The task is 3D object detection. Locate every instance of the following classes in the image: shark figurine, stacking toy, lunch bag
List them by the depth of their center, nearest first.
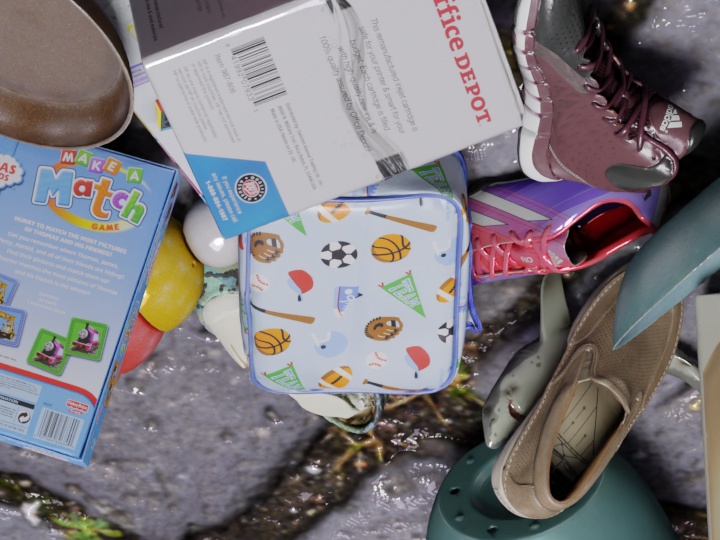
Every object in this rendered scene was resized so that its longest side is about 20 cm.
[{"bbox_3d":[0.000,0.000,1.695,0.160,0.076,0.200,-2,135,-3],"label":"lunch bag"},{"bbox_3d":[-0.156,0.003,1.751,0.200,0.146,0.146,-30,128,12],"label":"stacking toy"},{"bbox_3d":[0.170,0.070,1.826,0.214,0.129,0.089,5,165,-25],"label":"shark figurine"}]

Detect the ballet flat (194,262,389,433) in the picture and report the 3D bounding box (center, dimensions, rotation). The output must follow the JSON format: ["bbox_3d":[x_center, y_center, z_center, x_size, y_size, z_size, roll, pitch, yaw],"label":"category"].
[{"bbox_3d":[-0.054,0.050,1.813,0.200,0.074,0.074,33,130,-26],"label":"ballet flat"}]

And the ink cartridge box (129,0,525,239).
[{"bbox_3d":[-0.019,-0.126,1.557,0.199,0.084,0.145,-20,129,3],"label":"ink cartridge box"}]

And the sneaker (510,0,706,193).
[{"bbox_3d":[0.158,-0.119,1.592,0.115,0.076,0.200,19,148,19],"label":"sneaker"}]

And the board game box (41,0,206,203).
[{"bbox_3d":[-0.083,-0.141,1.637,0.153,0.040,0.200,-18,131,23],"label":"board game box"}]

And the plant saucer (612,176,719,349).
[{"bbox_3d":[0.225,-0.028,1.651,0.039,0.201,0.201,49,130,7],"label":"plant saucer"}]

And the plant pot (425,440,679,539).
[{"bbox_3d":[0.137,0.210,1.879,0.200,0.201,0.161,-10,124,16],"label":"plant pot"}]

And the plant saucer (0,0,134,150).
[{"bbox_3d":[-0.224,-0.150,1.609,0.200,0.032,0.200,21,150,13],"label":"plant saucer"}]

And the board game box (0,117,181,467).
[{"bbox_3d":[-0.217,0.010,1.683,0.151,0.201,0.037,17,169,5],"label":"board game box"}]

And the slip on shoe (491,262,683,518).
[{"bbox_3d":[0.161,0.078,1.735,0.076,0.200,0.061,42,162,-14],"label":"slip on shoe"}]

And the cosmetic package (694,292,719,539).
[{"bbox_3d":[0.267,0.119,1.744,0.071,0.201,0.105,-4,171,11],"label":"cosmetic package"}]

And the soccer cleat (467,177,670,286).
[{"bbox_3d":[0.114,-0.024,1.716,0.200,0.073,0.068,-23,129,26],"label":"soccer cleat"}]
